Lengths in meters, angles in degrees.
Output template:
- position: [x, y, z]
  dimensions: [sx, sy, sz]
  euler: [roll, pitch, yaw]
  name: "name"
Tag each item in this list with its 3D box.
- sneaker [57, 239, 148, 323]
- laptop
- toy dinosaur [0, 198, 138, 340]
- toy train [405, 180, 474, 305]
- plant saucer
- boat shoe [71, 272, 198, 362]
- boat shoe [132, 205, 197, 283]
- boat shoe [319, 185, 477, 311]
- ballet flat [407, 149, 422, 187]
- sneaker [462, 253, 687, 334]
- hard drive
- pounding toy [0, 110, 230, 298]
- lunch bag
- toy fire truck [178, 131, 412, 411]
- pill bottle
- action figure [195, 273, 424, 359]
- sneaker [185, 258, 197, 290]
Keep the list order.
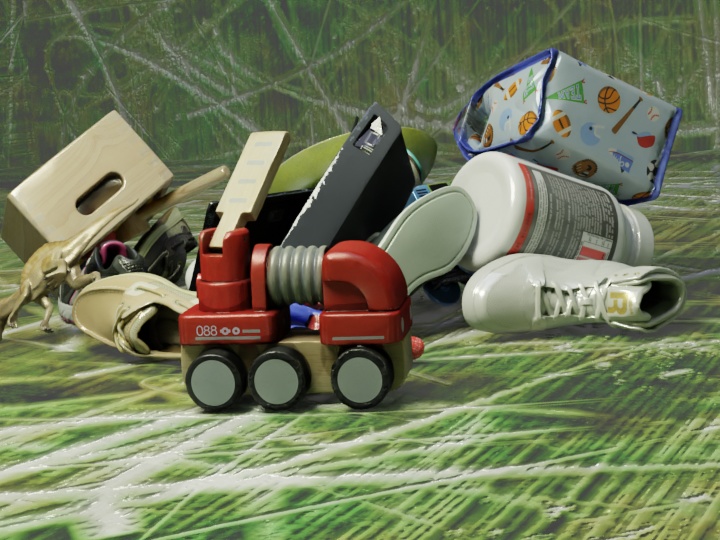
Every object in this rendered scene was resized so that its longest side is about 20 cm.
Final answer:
- position: [-0.255, 0.010, 1.461]
  dimensions: [0.080, 0.087, 0.199]
  euler: [-7, 9, -33]
  name: "sneaker"
- position: [-0.087, -0.046, 1.386]
  dimensions: [0.198, 0.178, 0.104]
  euler: [-10, 50, -27]
  name: "laptop"
- position: [-0.291, -0.004, 1.371]
  dimensions: [0.200, 0.058, 0.101]
  euler: [-43, 38, -4]
  name: "toy dinosaur"
- position: [0.121, -0.036, 1.481]
  dimensions: [0.199, 0.115, 0.087]
  euler: [-11, -26, -40]
  name: "toy train"
- position: [-0.007, -0.098, 1.566]
  dimensions: [0.198, 0.031, 0.200]
  euler: [-13, -19, -5]
  name: "plant saucer"
- position: [-0.191, 0.046, 1.272]
  dimensions: [0.198, 0.073, 0.065]
  euler: [9, 12, 31]
  name: "boat shoe"
- position: [-0.236, -0.014, 1.673]
  dimensions: [0.072, 0.066, 0.201]
  euler: [-45, 10, 22]
  name: "boat shoe"
- position: [0.029, -0.005, 1.295]
  dimensions: [0.200, 0.076, 0.060]
  euler: [-41, 16, -28]
  name: "boat shoe"
- position: [0.036, -0.068, 1.529]
  dimensions: [0.062, 0.067, 0.200]
  euler: [-41, -25, -11]
  name: "ballet flat"
- position: [0.198, 0.021, 1.271]
  dimensions: [0.198, 0.074, 0.115]
  euler: [-7, 6, -30]
  name: "sneaker"
- position: [-0.013, -0.041, 1.313]
  dimensions: [0.042, 0.201, 0.135]
  euler: [24, -19, 21]
  name: "hard drive"
- position: [-0.278, -0.074, 1.590]
  dimensions: [0.200, 0.142, 0.184]
  euler: [-43, 0, -22]
  name: "pounding toy"
- position: [0.206, -0.134, 1.488]
  dimensions: [0.169, 0.125, 0.200]
  euler: [24, -11, -20]
  name: "lunch bag"
- position: [-0.050, -0.004, 1.102]
  dimensions: [0.174, 0.202, 0.129]
  euler: [-2, 9, 11]
  name: "toy fire truck"
- position: [0.187, -0.038, 1.388]
  dimensions: [0.199, 0.117, 0.116]
  euler: [14, -2, -34]
  name: "pill bottle"
- position: [-0.043, 0.049, 1.194]
  dimensions: [0.198, 0.066, 0.052]
  euler: [10, -31, -1]
  name: "action figure"
- position: [-0.147, 0.010, 1.523]
  dimensions: [0.099, 0.079, 0.200]
  euler: [-14, 1, 22]
  name: "sneaker"
